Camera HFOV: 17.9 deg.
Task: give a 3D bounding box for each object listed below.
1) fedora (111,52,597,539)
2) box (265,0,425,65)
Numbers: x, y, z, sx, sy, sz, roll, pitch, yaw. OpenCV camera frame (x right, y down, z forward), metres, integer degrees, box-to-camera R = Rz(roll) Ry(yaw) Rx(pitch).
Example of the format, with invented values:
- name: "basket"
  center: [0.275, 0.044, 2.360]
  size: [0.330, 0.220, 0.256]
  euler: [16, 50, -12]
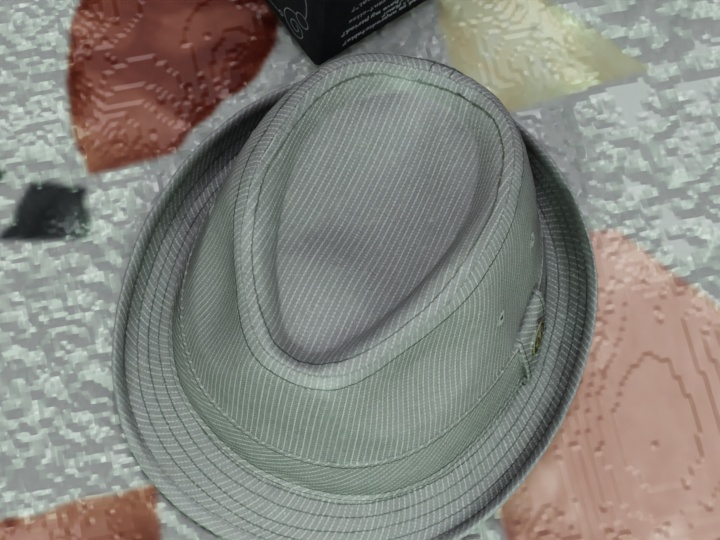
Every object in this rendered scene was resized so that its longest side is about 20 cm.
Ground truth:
- name: "fedora"
  center: [0.000, 0.000, 0.827]
  size: [0.176, 0.090, 0.201]
  euler: [28, 68, 11]
- name: "box"
  center: [-0.019, -0.209, 0.911]
  size: [0.132, 0.115, 0.200]
  euler: [-32, 72, -17]
